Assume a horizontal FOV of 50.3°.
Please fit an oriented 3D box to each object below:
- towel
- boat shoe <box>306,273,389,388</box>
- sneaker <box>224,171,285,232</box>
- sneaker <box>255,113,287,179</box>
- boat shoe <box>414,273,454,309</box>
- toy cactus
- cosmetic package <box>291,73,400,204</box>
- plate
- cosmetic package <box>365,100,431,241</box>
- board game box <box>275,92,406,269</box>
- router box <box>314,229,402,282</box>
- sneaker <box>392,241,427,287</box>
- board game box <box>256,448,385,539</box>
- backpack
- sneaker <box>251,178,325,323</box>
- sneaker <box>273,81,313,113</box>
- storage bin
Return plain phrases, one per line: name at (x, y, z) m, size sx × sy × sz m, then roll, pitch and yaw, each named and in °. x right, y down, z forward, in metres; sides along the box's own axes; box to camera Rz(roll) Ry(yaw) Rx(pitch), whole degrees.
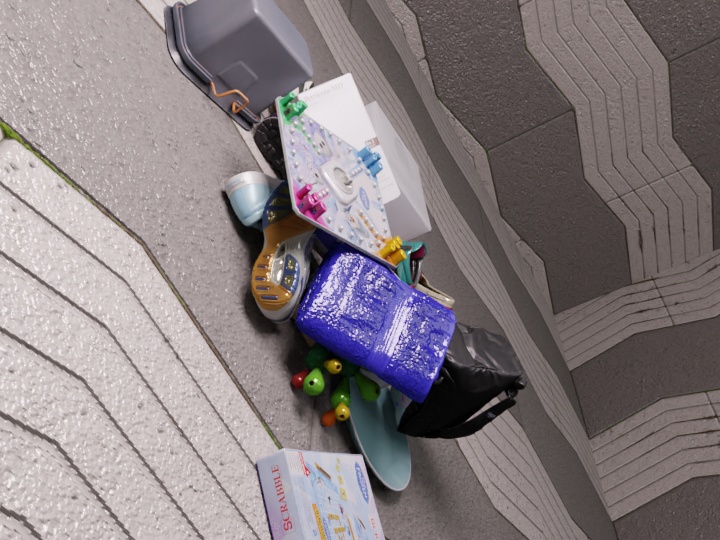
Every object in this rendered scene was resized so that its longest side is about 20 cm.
towel at (0.026, 0.060, 0.983) m, size 0.199 × 0.050 × 0.148 m, roll 31°, pitch 52°, yaw -10°
boat shoe at (-0.004, 0.079, 1.135) m, size 0.201 × 0.062 × 0.072 m, roll 53°, pitch 16°, yaw 3°
sneaker at (-0.112, -0.079, 1.068) m, size 0.199 × 0.074 × 0.083 m, roll 2°, pitch 66°, yaw -58°
sneaker at (-0.089, -0.164, 1.231) m, size 0.201 × 0.075 × 0.088 m, roll 60°, pitch 13°, yaw -16°
boat shoe at (0.100, 0.027, 1.428) m, size 0.071 × 0.063 × 0.200 m, roll 8°, pitch 28°, yaw -43°
toy cactus at (-0.032, 0.115, 1.027) m, size 0.165 × 0.103 × 0.199 m, roll 47°, pitch 39°, yaw 19°
cosmetic package at (-0.028, -0.183, 1.162) m, size 0.074 × 0.101 × 0.201 m, roll -3°, pitch -67°, yaw 65°
plate at (0.019, 0.227, 1.124) m, size 0.201 × 0.025 × 0.201 m, roll 55°, pitch 20°, yaw -32°
cosmetic package at (0.034, -0.182, 1.513) m, size 0.200 × 0.122 × 0.201 m, roll 50°, pitch 23°, yaw -41°
board game box at (-0.023, -0.120, 1.015) m, size 0.199 × 0.026 × 0.201 m, roll 28°, pitch 40°, yaw -44°
router box at (0.000, 0.000, 1.123) m, size 0.200 × 0.049 × 0.179 m, roll 48°, pitch -5°, yaw -10°
sneaker at (0.057, -0.044, 1.379) m, size 0.084 × 0.120 × 0.202 m, roll 10°, pitch 65°, yaw -69°
board game box at (-0.029, 0.307, 0.862) m, size 0.199 × 0.041 × 0.202 m, roll 31°, pitch 39°, yaw -60°
backpack at (0.130, 0.169, 1.156) m, size 0.166 × 0.200 × 0.127 m, roll 17°, pitch 44°, yaw -20°
sneaker at (-0.094, -0.029, 0.990) m, size 0.088 × 0.075 × 0.201 m, roll 89°, pitch 17°, yaw -63°
sneaker at (-0.065, -0.241, 1.265) m, size 0.201 × 0.087 × 0.076 m, roll 54°, pitch -19°, yaw 21°
storage bin at (-0.164, -0.314, 1.104) m, size 0.200 × 0.133 × 0.147 m, roll 38°, pitch 33°, yaw -53°
